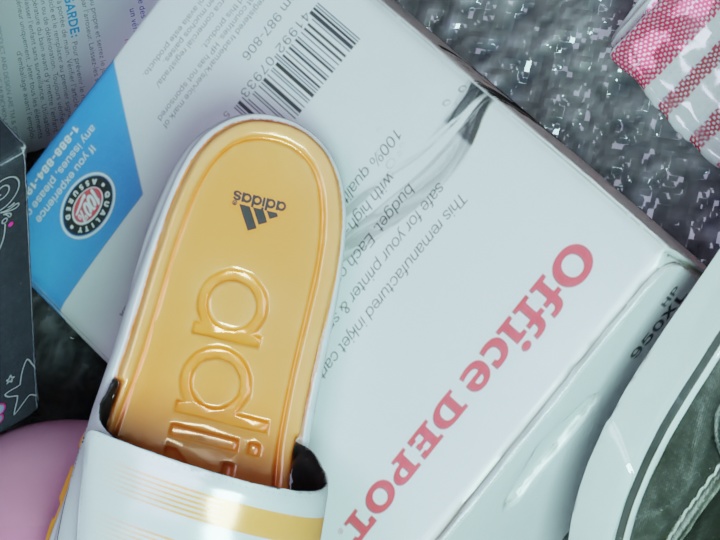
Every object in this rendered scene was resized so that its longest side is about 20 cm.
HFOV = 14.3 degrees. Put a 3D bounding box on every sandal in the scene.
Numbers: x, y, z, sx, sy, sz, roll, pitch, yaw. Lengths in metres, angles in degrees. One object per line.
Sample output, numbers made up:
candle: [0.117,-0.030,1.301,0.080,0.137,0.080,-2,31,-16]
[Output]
sandal: [-0.046,0.050,0.825,0.079,0.059,0.208,10,80,-8]

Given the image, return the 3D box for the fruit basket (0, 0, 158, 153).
fruit basket: [-0.170,-0.113,1.040,0.199,0.094,0.186,-14,71,6]

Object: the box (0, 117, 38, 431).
box: [-0.197,-0.033,0.878,0.114,0.133,0.200,-29,59,-24]

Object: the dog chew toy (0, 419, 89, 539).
dog chew toy: [-0.094,0.150,0.885,0.124,0.125,0.201,-9,57,24]

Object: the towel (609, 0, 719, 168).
towel: [0.186,-0.058,0.870,0.146,0.030,0.200,-47,64,8]

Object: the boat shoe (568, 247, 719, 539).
boat shoe: [0.127,0.031,0.829,0.064,0.071,0.201,41,116,29]

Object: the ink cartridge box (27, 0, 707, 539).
ink cartridge box: [0.000,0.000,0.913,0.200,0.084,0.145,43,98,28]
